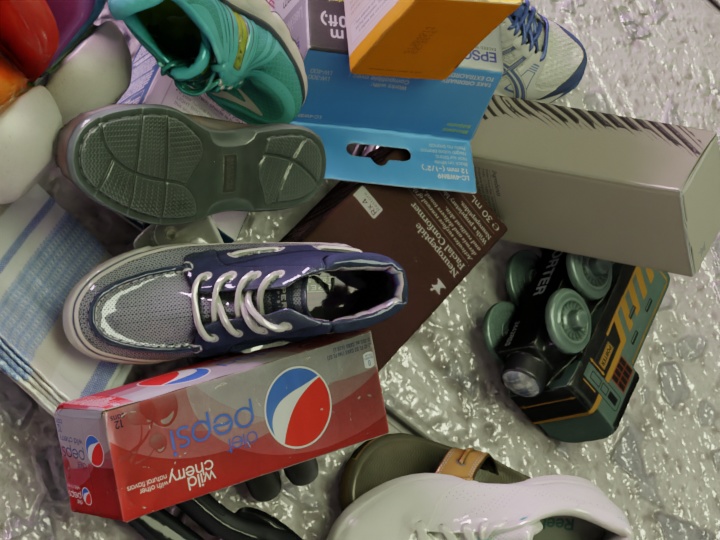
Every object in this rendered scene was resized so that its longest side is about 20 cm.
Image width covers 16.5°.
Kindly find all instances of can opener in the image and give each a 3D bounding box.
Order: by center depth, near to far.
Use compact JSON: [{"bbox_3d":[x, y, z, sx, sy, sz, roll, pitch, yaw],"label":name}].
[{"bbox_3d":[-0.103,0.160,1.545,0.200,0.079,0.064,35,87,-15],"label":"can opener"},{"bbox_3d":[-0.085,0.047,1.581,0.053,0.067,0.201,-23,109,1],"label":"can opener"}]

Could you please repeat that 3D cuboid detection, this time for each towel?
[{"bbox_3d":[-0.210,-0.005,1.520,0.200,0.024,0.147,46,34,-12],"label":"towel"}]

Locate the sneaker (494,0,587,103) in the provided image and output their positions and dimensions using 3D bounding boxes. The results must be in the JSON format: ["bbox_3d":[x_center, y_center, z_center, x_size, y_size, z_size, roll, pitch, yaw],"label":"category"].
[{"bbox_3d":[0.095,-0.173,1.788,0.199,0.088,0.076,12,64,-33],"label":"sneaker"}]

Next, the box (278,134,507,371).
[{"bbox_3d":[0.000,0.000,1.664,0.100,0.075,0.200,50,54,-10],"label":"box"}]

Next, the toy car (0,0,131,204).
[{"bbox_3d":[-0.221,-0.155,1.490,0.175,0.150,0.200,41,40,-2],"label":"toy car"}]

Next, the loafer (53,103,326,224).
[{"bbox_3d":[-0.112,-0.066,1.529,0.199,0.063,0.072,2,99,-43],"label":"loafer"}]

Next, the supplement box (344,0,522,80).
[{"bbox_3d":[0.038,-0.237,1.580,0.073,0.126,0.201,2,72,-21],"label":"supplement box"}]

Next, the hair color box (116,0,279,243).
[{"bbox_3d":[-0.101,-0.115,1.641,0.100,0.060,0.201,37,55,-22],"label":"hair color box"}]

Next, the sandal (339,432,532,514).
[{"bbox_3d":[0.074,0.155,1.668,0.199,0.055,0.082,19,62,-29],"label":"sandal"}]

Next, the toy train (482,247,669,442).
[{"bbox_3d":[0.160,0.026,1.768,0.114,0.085,0.200,49,48,-27],"label":"toy train"}]

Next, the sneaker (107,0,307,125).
[{"bbox_3d":[-0.100,-0.137,1.524,0.200,0.077,0.080,42,36,-48],"label":"sneaker"}]

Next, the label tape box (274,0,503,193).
[{"bbox_3d":[0.019,-0.160,1.652,0.143,0.066,0.201,5,68,-23],"label":"label tape box"}]

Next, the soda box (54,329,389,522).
[{"bbox_3d":[-0.082,0.090,1.500,0.199,0.063,0.070,-15,100,-35],"label":"soda box"}]

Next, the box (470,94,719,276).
[{"bbox_3d":[0.147,-0.062,1.709,0.068,0.199,0.082,-55,145,-36],"label":"box"}]

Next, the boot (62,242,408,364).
[{"bbox_3d":[-0.074,0.015,1.495,0.199,0.090,0.073,-11,94,-22],"label":"boot"}]

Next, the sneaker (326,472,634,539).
[{"bbox_3d":[0.078,0.170,1.593,0.199,0.088,0.076,-8,100,-15],"label":"sneaker"}]
